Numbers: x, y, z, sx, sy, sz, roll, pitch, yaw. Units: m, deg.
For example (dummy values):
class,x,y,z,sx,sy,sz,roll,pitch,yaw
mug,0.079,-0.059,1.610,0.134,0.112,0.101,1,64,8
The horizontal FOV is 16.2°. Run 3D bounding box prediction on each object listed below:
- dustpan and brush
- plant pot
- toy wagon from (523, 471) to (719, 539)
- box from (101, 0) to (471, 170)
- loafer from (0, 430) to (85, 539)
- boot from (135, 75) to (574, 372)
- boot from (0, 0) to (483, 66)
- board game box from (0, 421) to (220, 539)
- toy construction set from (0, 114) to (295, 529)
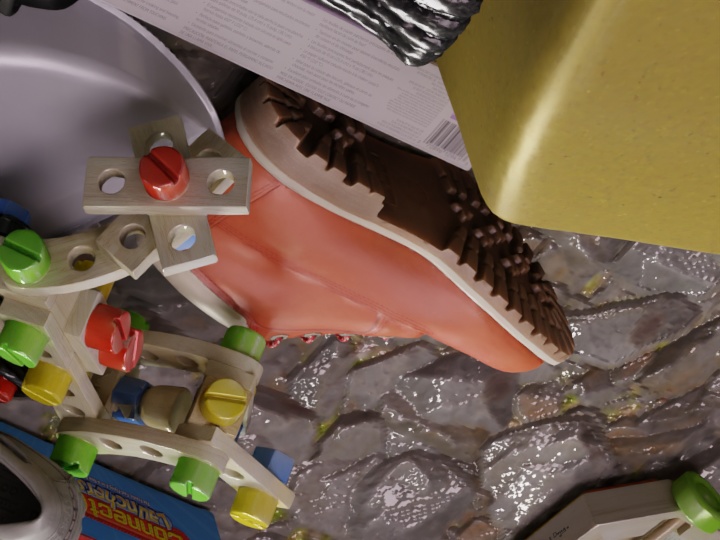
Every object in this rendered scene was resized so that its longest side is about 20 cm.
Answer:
class,x,y,z,sx,sy,sz,roll,pitch,yaw
dustpan and brush,-0.158,-0.087,0.964,0.139,0.057,0.200,-23,142,20
plant pot,0.122,-0.116,0.937,0.195,0.194,0.200,9,133,-26
toy wagon,0.156,0.181,1.323,0.155,0.040,0.200,-41,132,20
box,-0.023,-0.097,1.002,0.200,0.039,0.041,22,120,-34
loafer,-0.207,0.069,1.024,0.200,0.070,0.070,16,166,6
boot,0.000,0.000,1.084,0.200,0.075,0.107,33,118,-29
boot,-0.040,-0.119,0.858,0.158,0.080,0.211,20,161,-15
board game box,-0.197,0.160,1.170,0.196,0.056,0.200,28,118,-36
toy construction set,-0.092,0.024,0.997,0.131,0.092,0.200,17,144,14
